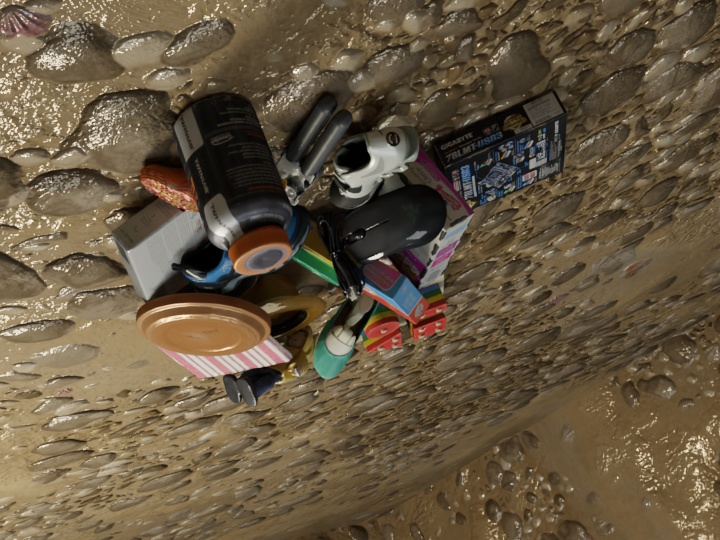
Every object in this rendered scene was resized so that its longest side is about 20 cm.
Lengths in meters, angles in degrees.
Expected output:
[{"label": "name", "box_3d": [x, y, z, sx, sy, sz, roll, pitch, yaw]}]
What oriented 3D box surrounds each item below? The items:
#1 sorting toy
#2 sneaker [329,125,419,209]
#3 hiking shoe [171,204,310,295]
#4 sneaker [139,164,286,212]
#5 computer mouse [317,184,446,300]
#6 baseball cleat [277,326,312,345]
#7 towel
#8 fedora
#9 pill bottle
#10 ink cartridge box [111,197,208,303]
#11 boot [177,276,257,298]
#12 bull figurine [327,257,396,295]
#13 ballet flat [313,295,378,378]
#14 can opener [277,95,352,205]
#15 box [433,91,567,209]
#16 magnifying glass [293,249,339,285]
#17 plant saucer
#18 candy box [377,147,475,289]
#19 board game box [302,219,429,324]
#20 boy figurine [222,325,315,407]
[{"label": "sorting toy", "box_3d": [0.078, 0.092, 1.982, 0.198, 0.070, 0.200, -20, 158, -5]}, {"label": "sneaker", "box_3d": [-0.009, -0.143, 1.358, 0.088, 0.075, 0.200, -2, 160, -31]}, {"label": "hiking shoe", "box_3d": [-0.159, -0.032, 1.407, 0.200, 0.075, 0.087, -35, 148, 2]}, {"label": "sneaker", "box_3d": [-0.189, -0.111, 1.298, 0.199, 0.078, 0.073, 11, 171, -32]}, {"label": "computer mouse", "box_3d": [0.028, -0.054, 1.420, 0.199, 0.139, 0.053, -27, 168, 24]}, {"label": "baseball cleat", "box_3d": [-0.182, 0.136, 1.841, 0.199, 0.070, 0.106, 3, 154, -39]}, {"label": "towel", "box_3d": [-0.227, 0.116, 1.620, 0.199, 0.030, 0.146, -13, 142, 27]}, {"label": "fedora", "box_3d": [-0.155, 0.060, 1.677, 0.200, 0.082, 0.201, -19, 164, -6]}, {"label": "pill bottle", "box_3d": [-0.144, -0.096, 1.180, 0.106, 0.201, 0.106, -19, 157, -8]}, {"label": "ink cartridge box", "box_3d": [-0.249, -0.047, 1.406, 0.173, 0.044, 0.200, -39, 162, -18]}, {"label": "boot", "box_3d": [-0.237, 0.029, 1.568, 0.199, 0.074, 0.075, -23, 173, 21]}, {"label": "bull figurine", "box_3d": [0.033, -0.011, 1.716, 0.200, 0.065, 0.121, -34, 153, 23]}, {"label": "ballet flat", "box_3d": [-0.023, 0.096, 1.784, 0.201, 0.067, 0.070, -61, -176, -21]}, {"label": "can opener", "box_3d": [-0.064, -0.160, 1.334, 0.067, 0.053, 0.200, -46, 178, -43]}, {"label": "box", "box_3d": [0.217, -0.172, 1.546, 0.198, 0.050, 0.200, -22, 158, 2]}, {"label": "magnifying glass", "box_3d": [-0.101, -0.027, 1.524, 0.200, 0.079, 0.022, 36, 84, -41]}, {"label": "plant saucer", "box_3d": [-0.232, 0.086, 1.490, 0.199, 0.033, 0.201, -1, 155, -1]}, {"label": "candy box", "box_3d": [0.086, -0.074, 1.520, 0.061, 0.137, 0.200, -31, 163, -23]}, {"label": "board game box", "box_3d": [0.000, 0.000, 1.549, 0.040, 0.199, 0.153, -56, 156, -5]}, {"label": "boy figurine", "box_3d": [-0.139, 0.161, 1.738, 0.124, 0.065, 0.200, 6, -149, 42]}]
